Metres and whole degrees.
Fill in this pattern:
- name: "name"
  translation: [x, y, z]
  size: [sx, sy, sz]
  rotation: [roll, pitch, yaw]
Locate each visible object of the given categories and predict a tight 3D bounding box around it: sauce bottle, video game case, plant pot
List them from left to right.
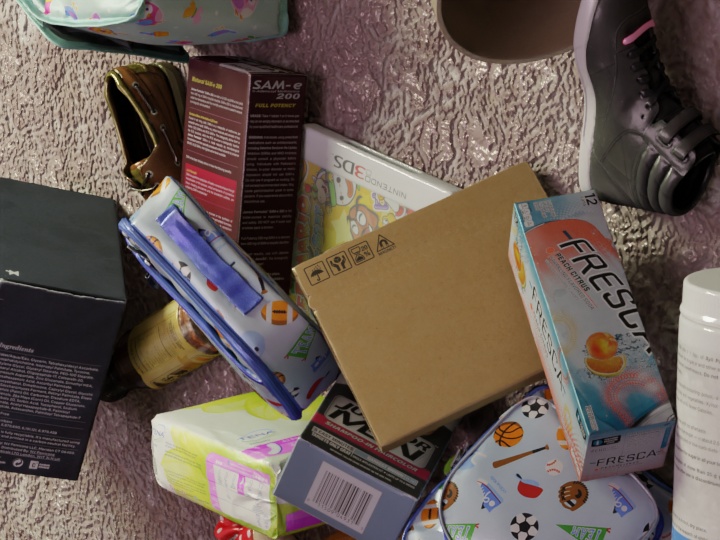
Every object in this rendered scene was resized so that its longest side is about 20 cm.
- name: "sauce bottle"
  translation: [-0.183, 0.072, 1.844]
  size: [0.200, 0.066, 0.066]
  rotation: [-30, 76, 50]
- name: "video game case"
  translation: [0.000, 0.000, 1.676]
  size: [0.182, 0.023, 0.201]
  rotation: [27, 115, 40]
- name: "plant pot"
  translation: [0.104, -0.284, 1.431]
  size: [0.187, 0.187, 0.201]
  rotation: [-51, 49, 37]

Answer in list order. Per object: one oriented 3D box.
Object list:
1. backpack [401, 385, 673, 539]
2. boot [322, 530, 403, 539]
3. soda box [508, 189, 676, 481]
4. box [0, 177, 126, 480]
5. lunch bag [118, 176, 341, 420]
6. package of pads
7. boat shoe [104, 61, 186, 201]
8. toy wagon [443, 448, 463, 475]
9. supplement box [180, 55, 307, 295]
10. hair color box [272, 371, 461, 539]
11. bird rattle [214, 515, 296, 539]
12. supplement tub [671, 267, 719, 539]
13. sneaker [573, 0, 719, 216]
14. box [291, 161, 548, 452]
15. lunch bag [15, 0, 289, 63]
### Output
- name: "backpack"
  translation: [0.129, 0.199, 1.448]
  size: [0.191, 0.154, 0.200]
  rotation: [-47, 60, -3]
- name: "boot"
  translation: [-0.030, 0.277, 1.639]
  size: [0.202, 0.143, 0.071]
  rotation: [101, 154, -44]
- name: "soda box"
  translation: [0.159, 0.043, 1.413]
  size: [0.069, 0.063, 0.201]
  rotation: [91, 166, -56]
- name: "box"
  translation: [-0.299, 0.052, 1.856]
  size: [0.200, 0.123, 0.197]
  rotation: [-107, 31, -58]
- name: "lunch bag"
  translation: [-0.105, 0.020, 1.581]
  size: [0.076, 0.160, 0.200]
  rotation: [-44, 67, -4]
- name: "package of pads"
  translation: [-0.065, 0.154, 1.653]
  size: [0.200, 0.154, 0.069]
  rotation: [14, 110, 54]
- name: "boat shoe"
  translation: [-0.182, -0.089, 1.810]
  size: [0.072, 0.068, 0.201]
  rotation: [-28, 78, 42]
- name: "toy wagon"
  translation: [0.096, 0.246, 1.609]
  size: [0.155, 0.039, 0.200]
  rotation: [50, 128, 28]
- name: "supplement box"
  translation: [-0.104, -0.077, 1.723]
  size: [0.109, 0.061, 0.201]
  rotation: [23, 111, 54]
- name: "hair color box"
  translation: [0.016, 0.123, 1.540]
  size: [0.099, 0.200, 0.061]
  rotation: [28, 119, 4]
- name: "bird rattle"
  translation: [-0.079, 0.272, 1.745]
  size: [0.163, 0.112, 0.201]
  rotation: [27, 106, 56]
- name: "supplement tub"
  translation: [0.274, 0.105, 1.342]
  size: [0.132, 0.132, 0.201]
  rotation: [10, 105, 44]
- name: "sneaker"
  translation: [0.205, -0.126, 1.402]
  size: [0.099, 0.071, 0.201]
  rotation: [23, 131, 36]
- name: "box"
  translation: [0.071, 0.025, 1.497]
  size: [0.021, 0.199, 0.164]
  rotation: [78, 166, -64]
- name: "lunch bag"
  translation: [-0.184, -0.243, 1.713]
  size: [0.199, 0.170, 0.123]
  rotation: [-1, 89, 45]
